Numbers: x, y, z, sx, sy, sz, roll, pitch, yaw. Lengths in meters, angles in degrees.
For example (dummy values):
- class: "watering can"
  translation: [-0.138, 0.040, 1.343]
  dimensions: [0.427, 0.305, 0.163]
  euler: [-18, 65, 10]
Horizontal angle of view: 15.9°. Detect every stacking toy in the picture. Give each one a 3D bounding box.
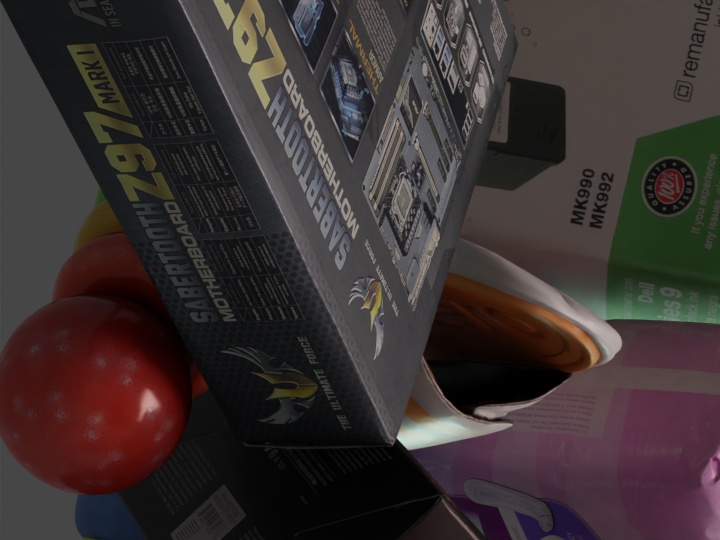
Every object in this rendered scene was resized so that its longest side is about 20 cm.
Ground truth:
- class: "stacking toy"
  translation: [-0.048, -0.005, 0.754]
  dimensions: [0.200, 0.085, 0.086]
  euler: [-62, 163, -50]

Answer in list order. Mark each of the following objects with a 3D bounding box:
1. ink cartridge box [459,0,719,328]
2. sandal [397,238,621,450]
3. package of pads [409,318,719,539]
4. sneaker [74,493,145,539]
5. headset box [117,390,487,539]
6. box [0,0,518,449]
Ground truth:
- class: "ink cartridge box"
  translation: [0.052, -0.057, 0.940]
  dimensions: [0.084, 0.199, 0.147]
  euler: [80, 23, -64]
- class: "sandal"
  translation: [0.003, 0.030, 0.842]
  dimensions: [0.206, 0.079, 0.059]
  euler: [-1, -117, 54]
- class: "package of pads"
  translation: [0.057, 0.072, 0.928]
  dimensions: [0.076, 0.199, 0.121]
  euler: [-67, 147, -36]
- class: "sneaker"
  translation: [-0.050, 0.081, 0.890]
  dimensions: [0.200, 0.066, 0.079]
  euler: [66, 37, -76]
- class: "headset box"
  translation: [0.028, 0.127, 0.753]
  dimensions: [0.077, 0.200, 0.149]
  euler: [-42, -155, -2]
- class: "box"
  translation: [-0.023, -0.076, 0.669]
  dimensions: [0.200, 0.051, 0.158]
  euler: [64, 33, -42]
